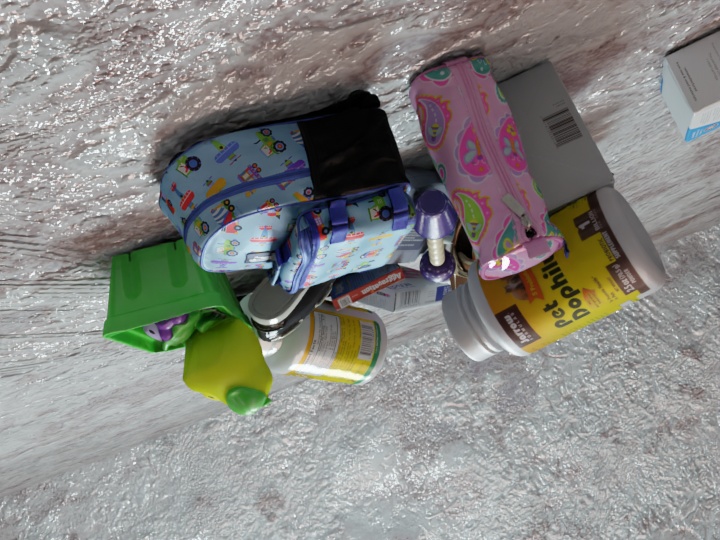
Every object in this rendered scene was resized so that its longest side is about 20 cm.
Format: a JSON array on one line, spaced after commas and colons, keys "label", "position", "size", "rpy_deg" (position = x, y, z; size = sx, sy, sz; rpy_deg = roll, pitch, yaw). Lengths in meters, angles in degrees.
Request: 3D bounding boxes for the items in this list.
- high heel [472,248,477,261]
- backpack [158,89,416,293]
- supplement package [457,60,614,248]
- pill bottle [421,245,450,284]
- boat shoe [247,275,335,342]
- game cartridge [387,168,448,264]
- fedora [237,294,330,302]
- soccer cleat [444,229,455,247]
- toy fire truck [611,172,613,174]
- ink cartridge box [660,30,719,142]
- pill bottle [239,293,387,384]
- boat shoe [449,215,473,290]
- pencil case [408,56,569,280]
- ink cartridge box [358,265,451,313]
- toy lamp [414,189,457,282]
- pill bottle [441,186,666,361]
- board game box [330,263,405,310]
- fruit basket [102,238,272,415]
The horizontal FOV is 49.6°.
[{"label": "high heel", "position": [0.188, -0.052, 0.996], "size": [0.096, 0.200, 0.067], "rpy_deg": [-8, 176, 4]}, {"label": "backpack", "position": [-0.072, -0.056, 0.701], "size": [0.200, 0.135, 0.183], "rpy_deg": [-14, 166, -22]}, {"label": "supplement package", "position": [0.178, -0.094, 0.866], "size": [0.150, 0.152, 0.200], "rpy_deg": [-24, 159, 8]}, {"label": "pill bottle", "position": [0.197, -0.030, 1.354], "size": [0.112, 0.113, 0.200], "rpy_deg": [-31, 165, 39]}, {"label": "boat shoe", "position": [-0.066, 0.010, 0.994], "size": [0.200, 0.074, 0.060], "rpy_deg": [-52, 156, -33]}, {"label": "game cartridge", "position": [0.058, -0.068, 0.999], "size": [0.133, 0.041, 0.200], "rpy_deg": [-50, 159, 20]}, {"label": "fedora", "position": [-0.128, 0.081, 1.189], "size": [0.200, 0.092, 0.201], "rpy_deg": [-8, -176, 1]}, {"label": "soccer cleat", "position": [0.167, -0.078, 1.145], "size": [0.070, 0.086, 0.200], "rpy_deg": [-10, 163, -45]}, {"label": "toy fire truck", "position": [0.254, -0.070, 1.140], "size": [0.200, 0.129, 0.176], "rpy_deg": [-59, 169, -4]}, {"label": "ink cartridge box", "position": [0.479, -0.249, 0.944], "size": [0.200, 0.086, 0.146], "rpy_deg": [-26, 168, 15]}, {"label": "pill bottle", "position": [-0.071, 0.092, 1.072], "size": [0.200, 0.113, 0.113], "rpy_deg": [14, 147, -36]}, {"label": "boat shoe", "position": [0.156, -0.020, 1.099], "size": [0.076, 0.200, 0.072], "rpy_deg": [8, -149, 17]}, {"label": "pencil case", "position": [0.113, -0.092, 0.699], "size": [0.087, 0.200, 0.087], "rpy_deg": [-18, 165, -5]}, {"label": "ink cartridge box", "position": [0.042, 0.023, 1.366], "size": [0.200, 0.043, 0.196], "rpy_deg": [16, -165, 37]}, {"label": "toy lamp", "position": [0.096, -0.044, 0.990], "size": [0.058, 0.058, 0.200], "rpy_deg": [-22, 159, 0]}, {"label": "pill bottle", "position": [0.182, 0.012, 0.760], "size": [0.200, 0.109, 0.109], "rpy_deg": [-32, 165, 25]}, {"label": "board game box", "position": [0.000, 0.000, 1.129], "size": [0.103, 0.019, 0.200], "rpy_deg": [-25, -164, 1]}, {"label": "fruit basket", "position": [-0.191, 0.080, 0.902], "size": [0.155, 0.216, 0.216], "rpy_deg": [-14, 168, 0]}]
